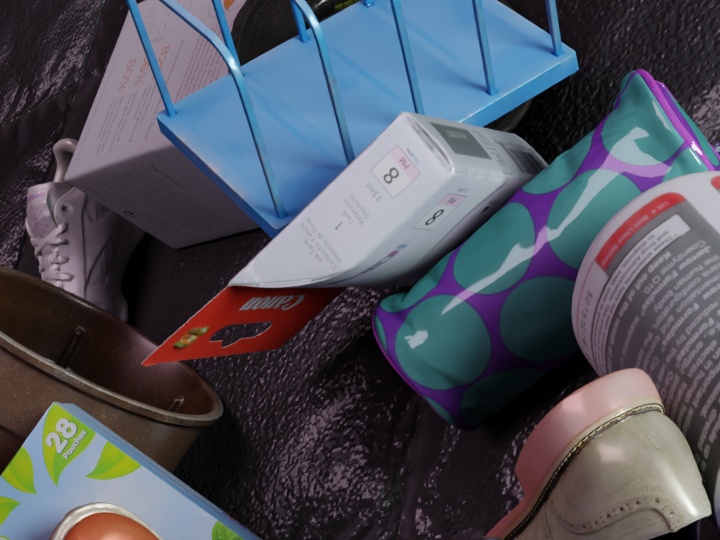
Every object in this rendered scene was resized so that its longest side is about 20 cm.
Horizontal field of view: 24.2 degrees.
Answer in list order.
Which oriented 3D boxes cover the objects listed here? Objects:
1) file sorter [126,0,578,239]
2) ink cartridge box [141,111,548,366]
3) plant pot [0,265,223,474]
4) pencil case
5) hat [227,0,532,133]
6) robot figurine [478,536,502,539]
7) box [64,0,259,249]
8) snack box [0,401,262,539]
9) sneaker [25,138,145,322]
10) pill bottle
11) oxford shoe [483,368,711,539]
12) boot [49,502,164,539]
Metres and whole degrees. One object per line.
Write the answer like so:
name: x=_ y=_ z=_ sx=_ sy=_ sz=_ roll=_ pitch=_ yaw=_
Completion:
file sorter: x=-0.008 y=-0.137 z=0.908 sx=0.200 sy=0.123 sz=0.139 roll=-31 pitch=45 yaw=-17
ink cartridge box: x=0.000 y=0.000 z=0.906 sx=0.200 sy=0.162 sz=0.057 roll=-46 pitch=72 yaw=18
plant pot: x=-0.220 y=0.125 z=1.054 sx=0.199 sy=0.200 sz=0.200 roll=-61 pitch=34 yaw=6
pencil case: x=0.098 y=-0.009 z=0.853 sx=0.200 sy=0.085 sz=0.093 roll=-42 pitch=40 yaw=20
hat: x=0.014 y=-0.108 z=1.026 sx=0.200 sy=0.081 sz=0.201 roll=-2 pitch=50 yaw=2
robot figurine: x=-0.003 y=0.192 z=0.687 sx=0.200 sy=0.150 sz=0.125 roll=-47 pitch=25 yaw=27
box: x=-0.087 y=-0.117 z=1.151 sx=0.200 sy=0.106 sz=0.153 roll=-11 pitch=54 yaw=47
snack box: x=-0.152 y=0.199 z=0.906 sx=0.200 sy=0.169 sz=0.068 roll=-54 pitch=-4 yaw=-5
sneaker: x=-0.214 y=-0.005 z=1.223 sx=0.075 sy=0.100 sz=0.200 roll=-20 pitch=49 yaw=38
pill bottle: x=0.175 y=0.053 z=0.681 sx=0.114 sy=0.114 sz=0.200 roll=-48 pitch=35 yaw=12
oxford shoe: x=0.096 y=0.123 z=0.696 sx=0.071 sy=0.200 sz=0.074 roll=-24 pitch=60 yaw=-16
boot: x=-0.084 y=0.200 z=0.813 sx=0.075 sy=0.200 sz=0.107 roll=-27 pitch=-3 yaw=-23
